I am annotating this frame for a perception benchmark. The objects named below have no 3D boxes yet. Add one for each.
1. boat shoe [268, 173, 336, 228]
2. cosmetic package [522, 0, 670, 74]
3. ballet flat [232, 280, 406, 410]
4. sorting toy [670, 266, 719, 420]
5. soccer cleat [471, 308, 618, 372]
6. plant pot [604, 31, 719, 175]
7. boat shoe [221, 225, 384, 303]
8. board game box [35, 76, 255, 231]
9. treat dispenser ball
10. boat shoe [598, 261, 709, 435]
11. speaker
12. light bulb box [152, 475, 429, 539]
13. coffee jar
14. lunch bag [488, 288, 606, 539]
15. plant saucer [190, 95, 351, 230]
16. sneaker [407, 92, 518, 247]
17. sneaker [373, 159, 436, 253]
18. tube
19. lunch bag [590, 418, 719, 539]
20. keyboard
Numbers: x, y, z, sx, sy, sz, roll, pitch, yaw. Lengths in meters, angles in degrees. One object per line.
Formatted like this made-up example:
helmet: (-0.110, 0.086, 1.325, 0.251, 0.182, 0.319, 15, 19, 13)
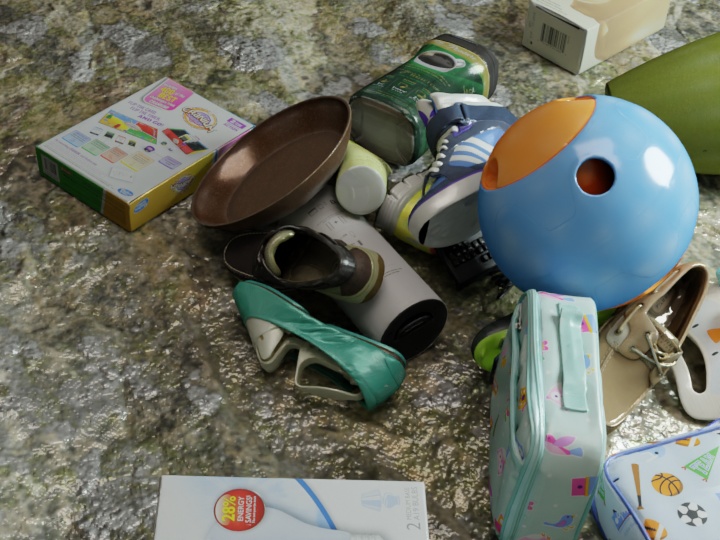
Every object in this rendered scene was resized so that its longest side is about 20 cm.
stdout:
boat shoe: (-0.056, -0.112, 1.263, 0.067, 0.057, 0.200, 11, 43, 6)
cosmetic package: (0.327, -0.351, 1.554, 0.105, 0.071, 0.200, 35, 50, 29)
ballet flat: (-0.055, 0.072, 1.058, 0.200, 0.067, 0.070, 24, 60, 23)
sorting toy: (0.374, 0.066, 1.102, 0.180, 0.107, 0.200, -23, 46, -2)
soccer cleat: (0.185, 0.053, 1.108, 0.200, 0.068, 0.081, -11, 35, -27)
plant pot: (0.394, -0.188, 1.325, 0.200, 0.187, 0.187, -8, 42, 8)
boat shoe: (-0.067, -0.015, 1.090, 0.200, 0.065, 0.073, 6, 73, 40)
board game box: (-0.240, -0.137, 1.285, 0.153, 0.040, 0.200, 31, 48, 26)
treat dispenser ball: (0.209, -0.062, 1.046, 0.200, 0.201, 0.201, 3, 42, -3)
boat shoe: (0.262, 0.067, 1.053, 0.071, 0.064, 0.200, 41, 64, -17)
speaker: (0.000, 0.000, 1.128, 0.081, 0.081, 0.200, -21, 48, -26)
light bulb box: (-0.052, 0.260, 0.805, 0.200, 0.125, 0.198, 2, 42, -5)
coffee jar: (0.080, -0.211, 1.364, 0.104, 0.085, 0.200, 27, 47, 27)
lunch bag: (0.155, 0.118, 0.954, 0.077, 0.161, 0.200, 6, 43, 0)
plant saucer: (-0.086, -0.105, 1.180, 0.200, 0.037, 0.201, -27, 30, 17)
sneaker: (0.088, -0.115, 1.168, 0.200, 0.081, 0.146, -30, 60, -31)
sneaker: (0.108, -0.079, 1.241, 0.090, 0.078, 0.200, 38, 57, 21)
tube: (0.002, -0.108, 1.210, 0.052, 0.058, 0.200, -16, 14, 6)
lunch bag: (0.303, 0.201, 0.945, 0.200, 0.076, 0.160, -10, 42, -15)
keyboard: (0.169, -0.044, 1.191, 0.200, 0.040, 0.104, -28, 85, -29)
